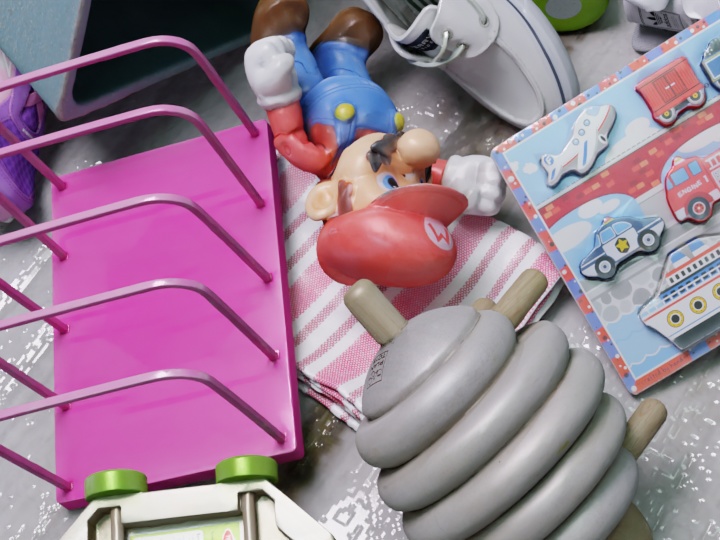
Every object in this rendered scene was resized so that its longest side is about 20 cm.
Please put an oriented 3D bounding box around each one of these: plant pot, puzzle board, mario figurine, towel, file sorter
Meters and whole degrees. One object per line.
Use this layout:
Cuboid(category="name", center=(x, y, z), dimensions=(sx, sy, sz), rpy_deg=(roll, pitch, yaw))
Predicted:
Cuboid(category="plant pot", center=(-0.149, -0.247, 0.879), dimensions=(0.200, 0.197, 0.195), rpy_deg=(41, 44, 19))
Cuboid(category="puzzle board", center=(0.190, -0.051, 0.803), dimensions=(0.199, 0.017, 0.152), rpy_deg=(-31, 83, 5))
Cuboid(category="mario figurine", center=(0.009, -0.080, 0.831), dimensions=(0.122, 0.106, 0.201), rpy_deg=(-18, 54, -7))
Cuboid(category="towel", center=(0.000, 0.000, 0.856), dimensions=(0.199, 0.030, 0.147), rpy_deg=(33, 69, 25))
Cuboid(category="file sorter", center=(-0.123, -0.001, 0.799), dimensions=(0.137, 0.126, 0.202), rpy_deg=(-14, 62, 14))

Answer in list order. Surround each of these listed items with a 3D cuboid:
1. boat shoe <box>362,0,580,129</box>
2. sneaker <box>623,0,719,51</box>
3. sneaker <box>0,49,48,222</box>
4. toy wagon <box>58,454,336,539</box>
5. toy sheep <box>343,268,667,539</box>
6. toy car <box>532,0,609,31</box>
Cuboid(category="boat shoe", center=(0.040, -0.144, 0.864), dimensions=(0.200, 0.073, 0.067), rpy_deg=(45, 51, -9))
Cuboid(category="sneaker", center=(0.210, -0.129, 0.876), dimensions=(0.114, 0.075, 0.202), rpy_deg=(-7, 65, 17))
Cuboid(category="sneaker", center=(-0.208, -0.125, 0.927), dimensions=(0.088, 0.081, 0.202), rpy_deg=(-16, 57, 12))
Cuboid(category="toy wagon", center=(-0.062, 0.171, 0.749), dimensions=(0.197, 0.040, 0.157), rpy_deg=(-7, 69, 5))
Cuboid(category="toy sheep", center=(0.065, 0.079, 0.735), dimensions=(0.200, 0.138, 0.138), rpy_deg=(44, 72, -1))
Cuboid(category="toy car", center=(0.074, -0.264, 0.900), dimensions=(0.156, 0.201, 0.166), rpy_deg=(-3, 59, 7))
